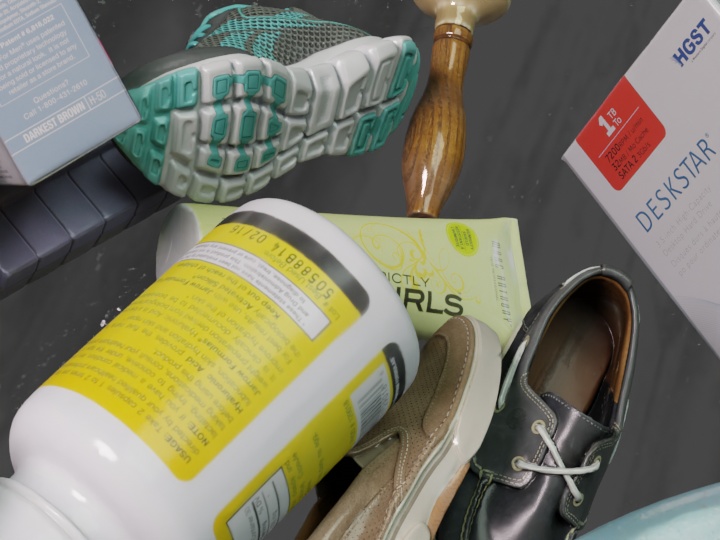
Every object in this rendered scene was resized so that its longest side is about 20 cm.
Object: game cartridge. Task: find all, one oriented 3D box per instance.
[{"bbox_3d":[-0.186,-0.090,1.010,0.200,0.038,0.129,49,46,11],"label":"game cartridge"}]

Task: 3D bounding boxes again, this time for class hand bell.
[{"bbox_3d":[0.046,-0.116,1.127,0.103,0.104,0.201,19,64,-14],"label":"hand bell"}]

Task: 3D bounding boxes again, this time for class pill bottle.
[{"bbox_3d":[-0.076,0.070,0.892,0.111,0.111,0.200,43,62,6],"label":"pill bottle"}]

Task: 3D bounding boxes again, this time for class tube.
[{"bbox_3d":[0.000,0.000,1.032,0.199,0.058,0.052,6,16,-30],"label":"tube"}]

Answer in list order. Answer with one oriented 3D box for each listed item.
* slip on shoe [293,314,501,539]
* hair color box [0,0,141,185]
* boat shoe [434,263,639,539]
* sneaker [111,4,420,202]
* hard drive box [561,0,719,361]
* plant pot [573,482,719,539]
[{"bbox_3d":[0.007,0.093,0.957,0.060,0.076,0.201,30,57,-8],"label":"slip on shoe"},{"bbox_3d":[-0.175,-0.136,0.906,0.060,0.099,0.201,-32,102,-16],"label":"hair color box"},{"bbox_3d":[0.082,0.086,0.994,0.071,0.068,0.201,29,59,-10],"label":"boat shoe"},{"bbox_3d":[-0.062,-0.089,1.039,0.091,0.078,0.199,31,26,30],"label":"sneaker"},{"bbox_3d":[0.219,-0.037,1.098,0.077,0.156,0.200,-25,71,-36],"label":"hard drive box"},{"bbox_3d":[0.119,0.194,0.853,0.198,0.196,0.197,-6,74,-19],"label":"plant pot"}]
